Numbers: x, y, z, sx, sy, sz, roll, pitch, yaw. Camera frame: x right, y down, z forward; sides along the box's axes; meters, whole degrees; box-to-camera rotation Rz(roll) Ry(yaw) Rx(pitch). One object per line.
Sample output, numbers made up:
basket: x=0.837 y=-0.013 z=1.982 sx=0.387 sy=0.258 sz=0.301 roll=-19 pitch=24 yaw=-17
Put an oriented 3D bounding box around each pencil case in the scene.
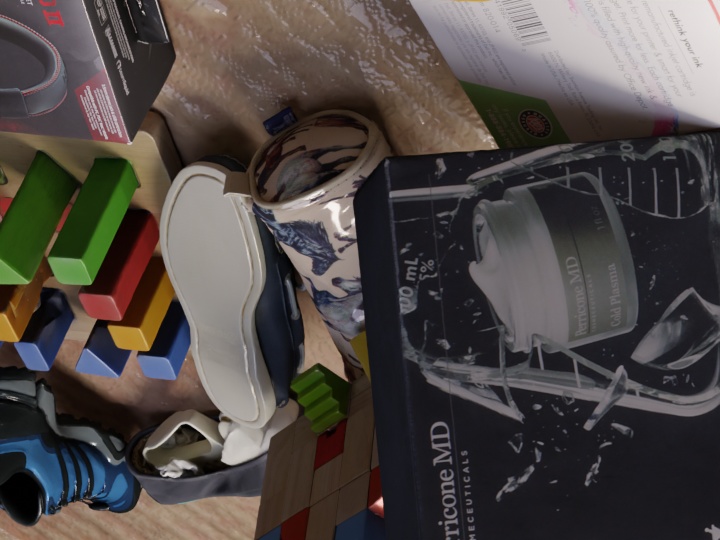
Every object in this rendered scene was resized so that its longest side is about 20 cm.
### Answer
pencil case: x=0.000 y=0.000 z=1.014 sx=0.089 sy=0.078 sz=0.200 roll=-9 pitch=135 yaw=19

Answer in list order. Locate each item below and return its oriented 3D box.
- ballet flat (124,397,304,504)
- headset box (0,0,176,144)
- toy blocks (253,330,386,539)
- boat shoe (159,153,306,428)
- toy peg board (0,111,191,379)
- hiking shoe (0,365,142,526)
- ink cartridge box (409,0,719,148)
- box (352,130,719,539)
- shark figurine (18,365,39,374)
ballet flat: x=-0.086 y=0.117 z=1.205 sx=0.199 sy=0.073 sz=0.073 roll=-15 pitch=130 yaw=40
headset box: x=-0.193 y=-0.148 z=0.925 sx=0.199 sy=0.075 sz=0.149 roll=7 pitch=140 yaw=17
toy blocks: x=0.007 y=0.126 z=0.988 sx=0.100 sy=0.137 sz=0.200 roll=34 pitch=131 yaw=-26
boat shoe: x=-0.066 y=0.006 z=1.063 sx=0.075 sy=0.062 sz=0.201 roll=17 pitch=136 yaw=31
toy peg board: x=-0.198 y=0.004 z=1.094 sx=0.199 sy=0.098 sz=0.200 roll=4 pitch=139 yaw=20
hiking shoe: x=-0.219 y=0.138 z=1.227 sx=0.074 sy=0.087 sz=0.200 roll=-3 pitch=153 yaw=27
ink cartridge box: x=0.137 y=-0.125 z=0.811 sx=0.199 sy=0.068 sz=0.117 roll=-8 pitch=135 yaw=33
box: x=0.107 y=0.045 z=0.854 sx=0.195 sy=0.201 sz=0.124 roll=-5 pitch=174 yaw=-7
shark figurine: x=-0.338 y=0.047 z=1.232 sx=0.213 sy=0.090 sz=0.128 roll=18 pitch=177 yaw=16
